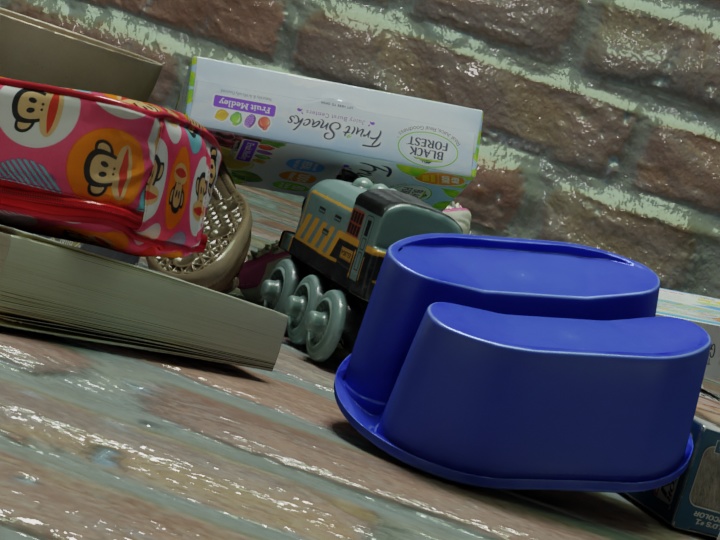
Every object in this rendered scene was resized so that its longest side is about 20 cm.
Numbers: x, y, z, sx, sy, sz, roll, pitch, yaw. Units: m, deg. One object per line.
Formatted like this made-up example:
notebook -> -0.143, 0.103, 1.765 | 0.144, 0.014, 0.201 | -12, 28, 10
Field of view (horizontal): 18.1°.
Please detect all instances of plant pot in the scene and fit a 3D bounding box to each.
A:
plant pot -> -0.267, -0.127, 1.741 | 0.199, 0.136, 0.200 | 19, 4, -1

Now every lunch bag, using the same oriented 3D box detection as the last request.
lunch bag -> -0.178, -0.061, 1.231 | 0.175, 0.083, 0.200 | 12, -3, 12

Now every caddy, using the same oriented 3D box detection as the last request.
caddy -> 0.085, 0.057, 1.179 | 0.198, 0.106, 0.142 | 4, 25, -21

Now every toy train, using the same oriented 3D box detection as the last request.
toy train -> 0.000, 0.000, 1.445 | 0.085, 0.115, 0.200 | 17, 5, -20

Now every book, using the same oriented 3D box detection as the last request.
book -> -0.154, 0.006, 1.220 | 0.199, 0.048, 0.133 | 15, 2, -45

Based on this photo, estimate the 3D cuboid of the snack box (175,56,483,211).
snack box -> -0.028, -0.088, 1.551 | 0.198, 0.054, 0.142 | 10, -11, -8

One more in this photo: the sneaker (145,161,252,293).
sneaker -> -0.096, -0.010, 1.457 | 0.070, 0.076, 0.200 | -13, 22, 3

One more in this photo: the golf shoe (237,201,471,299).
golf shoe -> 0.003, 0.008, 1.637 | 0.199, 0.092, 0.075 | -12, 3, -30

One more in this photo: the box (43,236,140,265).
box -> -0.259, -0.054, 1.470 | 0.199, 0.050, 0.161 | 14, 5, -45

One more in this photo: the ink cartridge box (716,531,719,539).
ink cartridge box -> 0.251, 0.150, 0.886 | 0.199, 0.084, 0.146 | 22, 5, 43

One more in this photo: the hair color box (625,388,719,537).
hair color box -> 0.190, 0.105, 1.312 | 0.099, 0.061, 0.200 | 16, 6, -20

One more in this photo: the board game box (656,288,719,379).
board game box -> 0.154, 0.029, 1.423 | 0.198, 0.035, 0.134 | 10, 8, -6
